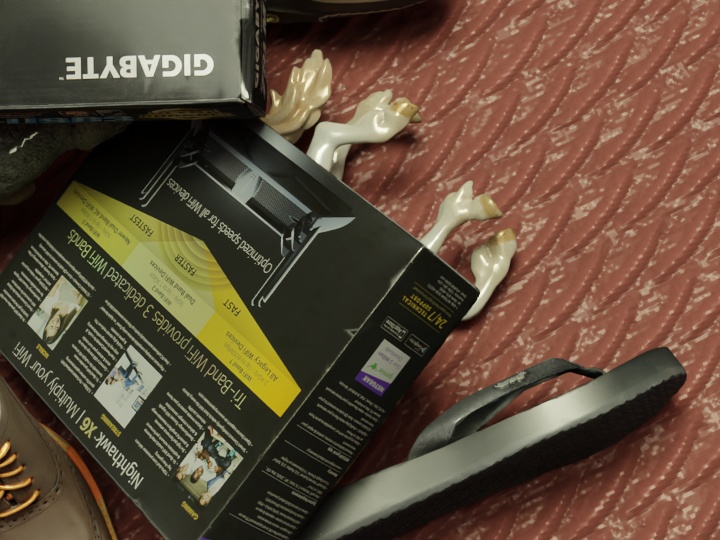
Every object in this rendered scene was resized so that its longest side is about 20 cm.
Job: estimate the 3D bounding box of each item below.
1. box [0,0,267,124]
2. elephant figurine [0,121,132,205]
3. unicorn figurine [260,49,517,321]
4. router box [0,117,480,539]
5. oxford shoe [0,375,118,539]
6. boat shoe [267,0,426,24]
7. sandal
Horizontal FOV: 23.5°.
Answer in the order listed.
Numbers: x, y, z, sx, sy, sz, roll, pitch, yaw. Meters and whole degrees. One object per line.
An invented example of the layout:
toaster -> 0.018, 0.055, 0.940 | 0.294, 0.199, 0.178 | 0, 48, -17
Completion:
box -> -0.139, -0.163, 0.738 | 0.198, 0.050, 0.200 | 0, 85, 7
elephant figurine -> -0.222, -0.044, 0.817 | 0.155, 0.142, 0.200 | 40, 80, -1
unicorn figurine -> 0.000, 0.000, 0.806 | 0.137, 0.074, 0.200 | -38, 54, 1
router box -> -0.066, 0.015, 0.757 | 0.158, 0.052, 0.200 | -52, 49, 2
oxford shoe -> -0.164, 0.085, 0.738 | 0.071, 0.073, 0.201 | -36, 108, -7
boat shoe -> -0.047, -0.159, 0.873 | 0.199, 0.061, 0.072 | 7, 69, 10
sandal -> 0.049, 0.074, 0.759 | 0.199, 0.076, 0.043 | -23, 71, -2
